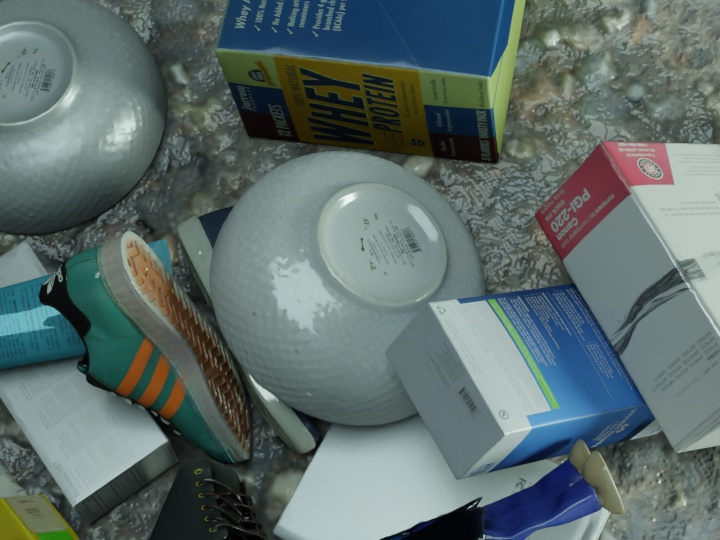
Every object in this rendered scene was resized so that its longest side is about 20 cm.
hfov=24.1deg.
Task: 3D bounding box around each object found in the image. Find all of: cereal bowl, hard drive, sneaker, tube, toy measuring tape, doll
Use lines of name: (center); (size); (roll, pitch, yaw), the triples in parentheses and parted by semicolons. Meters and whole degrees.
cereal bowl: (0.000, 0.000, 1.171); (0.200, 0.083, 0.200); (9, 60, -17)
hard drive: (0.058, 0.170, 1.166); (0.200, 0.026, 0.132); (24, 72, 17)
sneaker: (-0.146, 0.063, 1.169); (0.080, 0.200, 0.071); (-21, 31, 17)
cereal bowl: (-0.255, -0.134, 1.311); (0.200, 0.083, 0.200); (-3, 65, 7)
tube: (-0.228, 0.035, 1.199); (0.200, 0.050, 0.077); (-12, 84, -6)
sneaker: (-0.059, 0.033, 1.217); (0.084, 0.075, 0.200); (-24, 69, -8)
toy measuring tape: (-0.244, 0.190, 1.186); (0.074, 0.074, 0.200); (-41, 51, -11)
doll: (0.062, 0.170, 1.064); (0.200, 0.136, 0.048); (-24, 96, -2)
sneaker: (-0.090, 0.173, 1.108); (0.075, 0.200, 0.106); (32, 64, -28)

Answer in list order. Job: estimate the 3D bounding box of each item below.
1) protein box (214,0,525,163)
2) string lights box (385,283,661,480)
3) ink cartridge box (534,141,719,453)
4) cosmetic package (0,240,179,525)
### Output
protein box: (0.018, -0.207, 1.276); (0.200, 0.135, 0.199); (7, 68, 10)
string lights box: (0.126, 0.067, 1.122); (0.200, 0.059, 0.103); (-6, 57, -41)
ink cartridge box: (0.231, 0.015, 1.143); (0.146, 0.085, 0.200); (-3, 54, -44)
cosmetic package: (-0.222, 0.080, 1.229); (0.083, 0.051, 0.200); (-34, 66, -12)
